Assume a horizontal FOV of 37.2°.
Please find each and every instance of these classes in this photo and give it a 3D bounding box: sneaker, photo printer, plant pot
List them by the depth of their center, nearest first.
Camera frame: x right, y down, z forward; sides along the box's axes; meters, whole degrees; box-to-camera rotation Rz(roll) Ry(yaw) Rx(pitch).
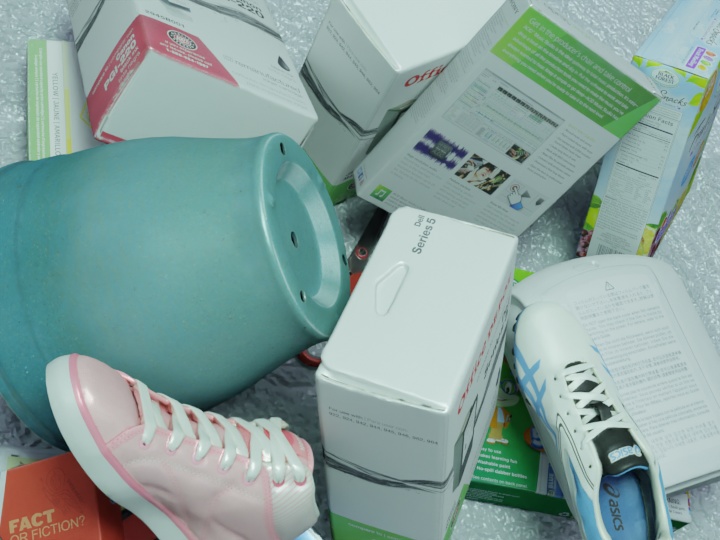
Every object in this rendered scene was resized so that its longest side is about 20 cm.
[{"bbox_3d":[-0.091,0.102,0.623,0.104,0.201,0.075,-30,36,1],"label":"sneaker"},{"bbox_3d":[-0.115,0.000,0.689,0.187,0.200,0.201,-16,62,18],"label":"plant pot"},{"bbox_3d":[0.164,0.109,0.736,0.072,0.073,0.201,-13,71,-20],"label":"sneaker"},{"bbox_3d":[0.205,0.083,0.843,0.166,0.069,0.201,-12,68,-24],"label":"photo printer"}]

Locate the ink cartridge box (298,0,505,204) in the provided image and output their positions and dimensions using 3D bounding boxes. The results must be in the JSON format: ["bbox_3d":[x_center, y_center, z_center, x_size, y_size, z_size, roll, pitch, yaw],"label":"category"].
[{"bbox_3d":[0.026,-0.153,0.872,0.145,0.200,0.084,-28,75,-31],"label":"ink cartridge box"}]

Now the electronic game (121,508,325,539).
[{"bbox_3d":[-0.095,0.234,0.684,0.199,0.042,0.201,9,61,-16],"label":"electronic game"}]

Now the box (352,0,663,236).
[{"bbox_3d":[0.110,-0.103,0.819,0.144,0.200,0.036,26,34,-30],"label":"box"}]

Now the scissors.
[{"bbox_3d":[0.000,0.000,0.894,0.073,0.014,0.200,40,55,6],"label":"scissors"}]

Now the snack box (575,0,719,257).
[{"bbox_3d":[0.263,-0.120,0.926,0.067,0.201,0.169,22,41,19],"label":"snack box"}]

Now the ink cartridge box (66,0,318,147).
[{"bbox_3d":[-0.132,-0.163,0.806,0.145,0.085,0.200,18,31,-36],"label":"ink cartridge box"}]

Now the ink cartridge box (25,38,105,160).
[{"bbox_3d":[-0.167,-0.110,0.866,0.199,0.048,0.146,0,63,-19],"label":"ink cartridge box"}]

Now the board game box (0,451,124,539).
[{"bbox_3d":[-0.210,0.222,0.630,0.152,0.040,0.201,-17,65,3],"label":"board game box"}]

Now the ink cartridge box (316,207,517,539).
[{"bbox_3d":[0.038,0.082,0.708,0.084,0.200,0.146,15,52,14],"label":"ink cartridge box"}]

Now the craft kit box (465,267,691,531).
[{"bbox_3d":[0.172,0.103,0.887,0.199,0.049,0.198,13,56,-15],"label":"craft kit box"}]

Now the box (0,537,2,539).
[{"bbox_3d":[-0.271,0.233,0.586,0.200,0.038,0.137,-36,70,-6],"label":"box"}]

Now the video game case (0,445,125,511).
[{"bbox_3d":[-0.150,0.214,0.712,0.199,0.022,0.183,7,61,-17],"label":"video game case"}]
